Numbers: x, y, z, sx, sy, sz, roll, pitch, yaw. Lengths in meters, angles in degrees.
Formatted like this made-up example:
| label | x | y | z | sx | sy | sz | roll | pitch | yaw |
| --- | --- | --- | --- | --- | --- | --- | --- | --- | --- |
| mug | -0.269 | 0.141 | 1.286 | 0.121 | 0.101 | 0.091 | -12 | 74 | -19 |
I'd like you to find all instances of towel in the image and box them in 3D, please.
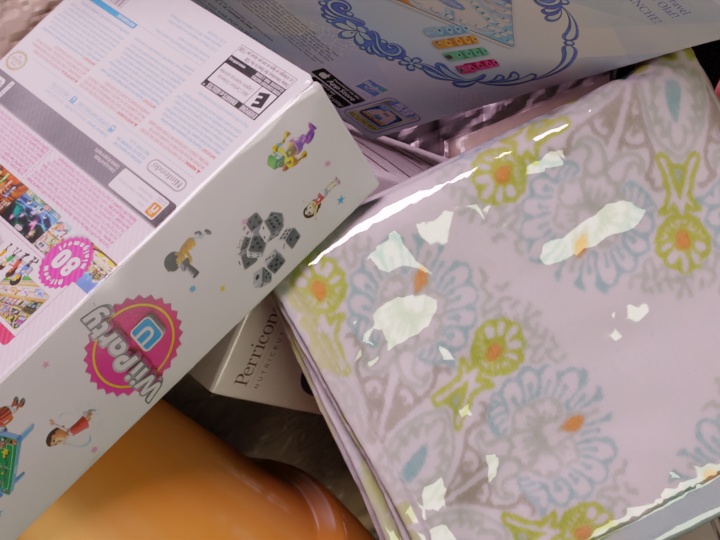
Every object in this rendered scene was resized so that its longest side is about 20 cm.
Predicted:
| label | x | y | z | sx | sy | sz | roll | pitch | yaw |
| --- | --- | --- | --- | --- | --- | --- | --- | --- | --- |
| towel | 0.079 | 0.029 | 0.686 | 0.199 | 0.048 | 0.172 | -26 | 94 | -5 |

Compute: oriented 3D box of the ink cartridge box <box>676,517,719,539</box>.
| label | x | y | z | sx | sy | sz | roll | pitch | yaw |
| --- | --- | --- | --- | --- | --- | --- | --- | --- | --- |
| ink cartridge box | 0.232 | 0.086 | 0.970 | 0.145 | 0.085 | 0.200 | -23 | 166 | -43 |

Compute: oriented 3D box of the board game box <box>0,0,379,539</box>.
| label | x | y | z | sx | sy | sz | roll | pitch | yaw |
| --- | --- | --- | --- | --- | --- | --- | --- | --- | --- |
| board game box | -0.115 | -0.013 | 0.673 | 0.200 | 0.147 | 0.064 | -44 | 135 | -10 |

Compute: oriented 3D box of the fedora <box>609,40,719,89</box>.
| label | x | y | z | sx | sy | sz | roll | pitch | yaw |
| --- | --- | --- | --- | --- | --- | --- | --- | --- | --- |
| fedora | 0.230 | -0.107 | 0.938 | 0.200 | 0.092 | 0.201 | -19 | 124 | -31 |

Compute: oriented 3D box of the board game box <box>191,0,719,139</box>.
| label | x | y | z | sx | sy | sz | roll | pitch | yaw |
| --- | --- | --- | --- | --- | --- | --- | --- | --- | --- |
| board game box | 0.014 | -0.135 | 0.663 | 0.200 | 0.199 | 0.044 | 35 | 59 | -37 |

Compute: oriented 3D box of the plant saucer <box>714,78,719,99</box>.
| label | x | y | z | sx | sy | sz | roll | pitch | yaw |
| --- | --- | --- | --- | --- | --- | --- | --- | --- | --- |
| plant saucer | 0.203 | -0.093 | 0.796 | 0.199 | 0.037 | 0.201 | -6 | 121 | -66 |

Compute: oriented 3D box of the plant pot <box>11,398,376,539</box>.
| label | x | y | z | sx | sy | sz | roll | pitch | yaw |
| --- | --- | --- | --- | --- | --- | --- | --- | --- | --- |
| plant pot | -0.110 | 0.132 | 0.740 | 0.200 | 0.200 | 0.183 | -44 | 122 | -10 |

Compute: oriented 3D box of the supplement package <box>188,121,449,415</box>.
| label | x | y | z | sx | sy | sz | roll | pitch | yaw |
| --- | --- | --- | --- | --- | --- | --- | --- | --- | --- |
| supplement package | 0.000 | 0.000 | 0.800 | 0.200 | 0.109 | 0.114 | 15 | 104 | -43 |
